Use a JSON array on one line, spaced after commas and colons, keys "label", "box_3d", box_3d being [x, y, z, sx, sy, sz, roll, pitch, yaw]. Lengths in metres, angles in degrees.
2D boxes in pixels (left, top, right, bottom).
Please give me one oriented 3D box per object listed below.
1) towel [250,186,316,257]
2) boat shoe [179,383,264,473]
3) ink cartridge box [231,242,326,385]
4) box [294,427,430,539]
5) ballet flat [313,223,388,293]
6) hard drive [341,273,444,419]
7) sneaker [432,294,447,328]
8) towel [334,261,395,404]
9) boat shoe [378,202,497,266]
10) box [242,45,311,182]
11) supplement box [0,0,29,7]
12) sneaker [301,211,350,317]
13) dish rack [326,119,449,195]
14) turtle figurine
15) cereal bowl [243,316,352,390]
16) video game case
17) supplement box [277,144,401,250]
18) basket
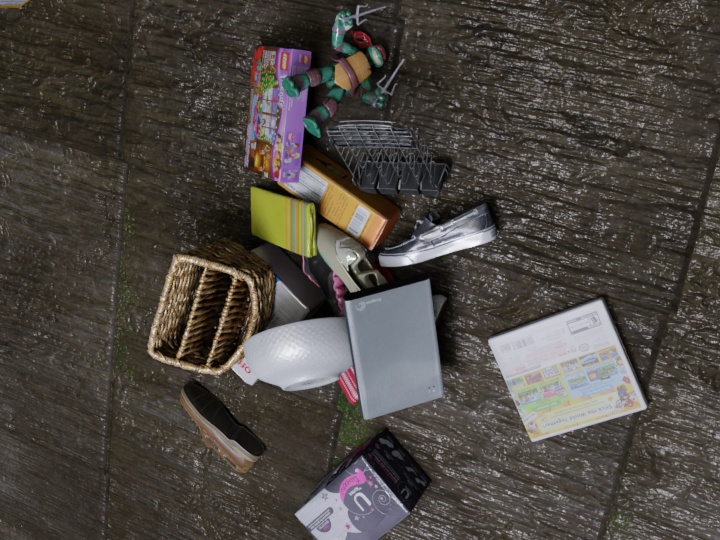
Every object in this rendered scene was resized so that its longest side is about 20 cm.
[{"label": "towel", "box_3d": [-0.130, -0.084, 1.486, 0.199, 0.018, 0.088, 21, 113, 53]}, {"label": "boat shoe", "box_3d": [-0.275, 0.303, 1.692, 0.200, 0.072, 0.068, 44, 117, 7]}, {"label": "ink cartridge box", "box_3d": [-0.174, 0.076, 1.570, 0.144, 0.084, 0.201, 43, 117, 8]}, {"label": "box", "box_3d": [0.002, 0.399, 1.572, 0.132, 0.115, 0.200, 47, 118, 4]}, {"label": "ballet flat", "box_3d": [0.000, 0.000, 1.421, 0.069, 0.069, 0.202, -35, 88, 28]}, {"label": "hard drive", "box_3d": [0.052, 0.118, 1.387, 0.137, 0.033, 0.204, -14, 110, -13]}, {"label": "sneaker", "box_3d": [0.072, 0.112, 1.476, 0.084, 0.073, 0.202, 32, 117, 9]}, {"label": "towel", "box_3d": [0.011, 0.103, 1.495, 0.201, 0.022, 0.146, -54, 50, 27]}, {"label": "boat shoe", "box_3d": [0.114, -0.059, 1.406, 0.196, 0.072, 0.069, -15, 102, 25]}, {"label": "box", "box_3d": [-0.135, -0.251, 1.427, 0.136, 0.038, 0.205, 23, 110, 54]}, {"label": "supplement box", "box_3d": [-0.591, -0.548, 1.555, 0.197, 0.109, 0.111, -20, 97, 28]}, {"label": "sneaker", "box_3d": [-0.055, 0.001, 1.493, 0.095, 0.078, 0.204, -28, 75, 39]}, {"label": "dish rack", "box_3d": [0.039, -0.176, 1.341, 0.150, 0.200, 0.056, 3, 66, 22]}, {"label": "turtle figurine", "box_3d": [-0.016, -0.299, 1.355, 0.199, 0.101, 0.151, -37, 91, -13]}, {"label": "cereal bowl", "box_3d": [-0.085, 0.140, 1.434, 0.197, 0.199, 0.085, -20, 73, 27]}, {"label": "video game case", "box_3d": [0.323, 0.158, 1.406, 0.197, 0.023, 0.185, -22, 95, 27]}, {"label": "supplement box", "box_3d": [-0.036, -0.121, 1.459, 0.199, 0.066, 0.069, 38, 120, 10]}, {"label": "basket", "box_3d": [-0.238, 0.071, 1.467, 0.141, 0.149, 0.203, 30, 113, 16]}]
